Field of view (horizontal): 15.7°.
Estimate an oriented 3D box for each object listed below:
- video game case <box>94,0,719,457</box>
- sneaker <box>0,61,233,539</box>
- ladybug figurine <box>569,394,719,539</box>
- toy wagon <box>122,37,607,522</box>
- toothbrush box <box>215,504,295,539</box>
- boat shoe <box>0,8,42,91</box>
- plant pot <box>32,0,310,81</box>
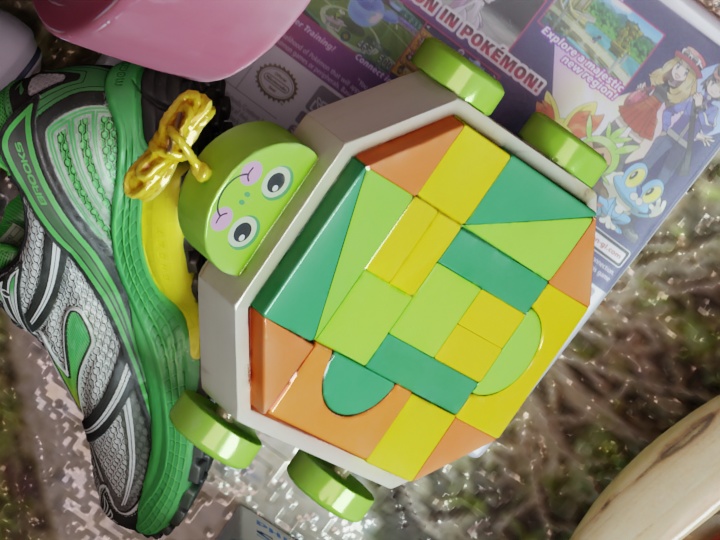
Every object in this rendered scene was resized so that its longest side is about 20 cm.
[{"bbox_3d":[0.018,-0.061,0.941,0.200,0.023,0.183,36,98,-8],"label":"video game case"},{"bbox_3d":[-0.086,0.009,0.907,0.085,0.078,0.201,5,127,9],"label":"sneaker"},{"bbox_3d":[0.152,0.105,0.956,0.200,0.072,0.136,-36,101,6],"label":"ladybug figurine"},{"bbox_3d":[0.000,0.000,0.864,0.156,0.040,0.200,-56,140,4],"label":"toy wagon"},{"bbox_3d":[-0.048,0.187,0.899,0.085,0.200,0.147,34,99,-8],"label":"toothbrush box"},{"bbox_3d":[-0.162,-0.001,0.926,0.067,0.074,0.200,36,110,-13],"label":"boat shoe"},{"bbox_3d":[-0.096,-0.176,0.775,0.178,0.200,0.201,16,101,-25],"label":"plant pot"}]
